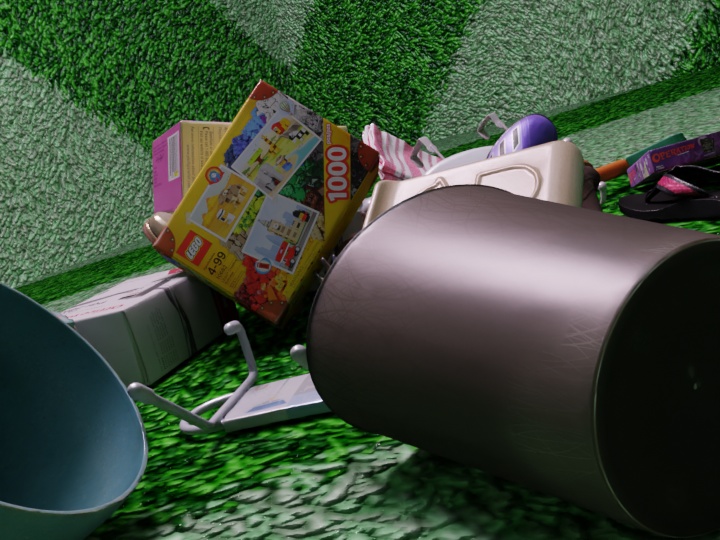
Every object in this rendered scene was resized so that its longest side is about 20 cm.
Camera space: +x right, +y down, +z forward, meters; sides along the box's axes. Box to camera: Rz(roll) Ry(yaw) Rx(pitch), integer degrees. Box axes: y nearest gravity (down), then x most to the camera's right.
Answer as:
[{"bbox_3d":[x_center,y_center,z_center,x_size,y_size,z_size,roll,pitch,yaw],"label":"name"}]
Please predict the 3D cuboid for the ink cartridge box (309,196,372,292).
[{"bbox_3d":[-0.013,-0.038,1.060,0.197,0.084,0.147,-14,10,22],"label":"ink cartridge box"}]

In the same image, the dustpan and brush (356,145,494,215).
[{"bbox_3d":[0.078,-0.071,0.917,0.196,0.142,0.057,7,-21,17],"label":"dustpan and brush"}]

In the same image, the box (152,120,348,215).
[{"bbox_3d":[-0.135,-0.116,1.006,0.196,0.099,0.175,-1,1,-23],"label":"box"}]

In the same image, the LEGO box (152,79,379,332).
[{"bbox_3d":[-0.091,-0.064,0.861,0.202,0.147,0.077,-59,-5,-10],"label":"LEGO box"}]

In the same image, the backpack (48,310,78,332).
[{"bbox_3d":[-0.305,0.098,0.719,0.165,0.129,0.199,-19,13,-31],"label":"backpack"}]

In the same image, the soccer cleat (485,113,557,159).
[{"bbox_3d":[0.137,-0.069,0.817,0.201,0.068,0.073,-53,6,-8],"label":"soccer cleat"}]

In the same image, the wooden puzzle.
[{"bbox_3d":[0.091,-0.019,0.724,0.197,0.047,0.187,-8,47,27],"label":"wooden puzzle"}]

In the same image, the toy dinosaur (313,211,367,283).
[{"bbox_3d":[0.000,0.000,0.871,0.136,0.086,0.200,-47,8,-19],"label":"toy dinosaur"}]

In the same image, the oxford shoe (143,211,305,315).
[{"bbox_3d":[-0.141,-0.026,0.930,0.197,0.075,0.071,25,26,-5],"label":"oxford shoe"}]

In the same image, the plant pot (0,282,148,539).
[{"bbox_3d":[-0.241,0.107,0.475,0.135,0.199,0.200,-49,5,11],"label":"plant pot"}]

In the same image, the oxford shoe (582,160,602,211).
[{"bbox_3d":[0.212,-0.055,0.846,0.072,0.072,0.200,30,37,17],"label":"oxford shoe"}]

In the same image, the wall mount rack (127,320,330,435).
[{"bbox_3d":[-0.061,0.071,0.592,0.197,0.076,0.174,-15,11,17],"label":"wall mount rack"}]

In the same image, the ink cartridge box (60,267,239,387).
[{"bbox_3d":[-0.246,0.062,0.923,0.144,0.084,0.200,-12,11,22],"label":"ink cartridge box"}]

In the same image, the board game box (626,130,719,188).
[{"bbox_3d":[0.370,-0.127,0.943,0.118,0.033,0.200,-20,-3,11],"label":"board game box"}]

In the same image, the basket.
[{"bbox_3d":[0.090,0.033,0.401,0.178,0.138,0.199,-25,16,-21],"label":"basket"}]

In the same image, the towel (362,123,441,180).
[{"bbox_3d":[0.100,-0.120,1.070,0.197,0.030,0.147,19,23,-19],"label":"towel"}]

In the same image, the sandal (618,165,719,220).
[{"bbox_3d":[0.329,-0.079,0.814,0.074,0.046,0.199,-21,11,-21],"label":"sandal"}]

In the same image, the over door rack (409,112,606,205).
[{"bbox_3d":[0.176,-0.125,0.992,0.146,0.067,0.200,-24,51,-37],"label":"over door rack"}]

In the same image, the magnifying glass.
[{"bbox_3d":[0.351,-0.140,1.091,0.198,0.023,0.079,-24,-8,-34],"label":"magnifying glass"}]
